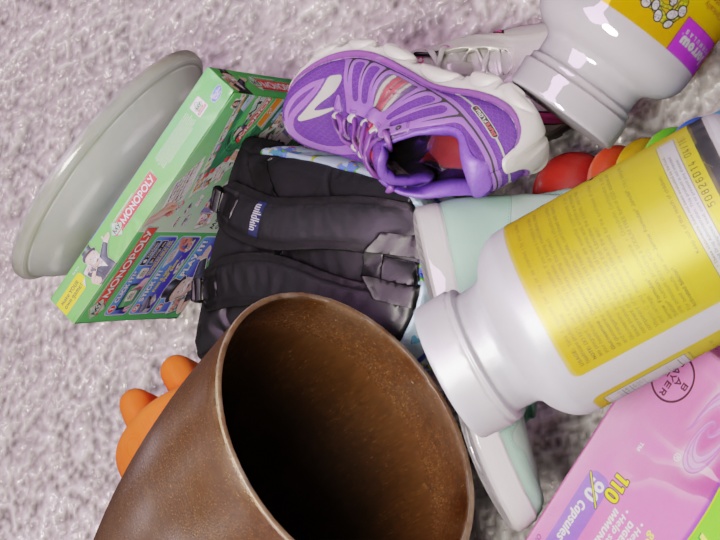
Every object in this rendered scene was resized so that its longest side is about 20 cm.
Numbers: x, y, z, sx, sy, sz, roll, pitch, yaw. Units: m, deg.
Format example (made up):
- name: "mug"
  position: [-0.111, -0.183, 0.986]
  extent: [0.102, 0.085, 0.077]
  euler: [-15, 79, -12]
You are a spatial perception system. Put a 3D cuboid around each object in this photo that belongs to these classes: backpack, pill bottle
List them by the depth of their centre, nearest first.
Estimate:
- name: "pill bottle"
  position: [0.134, 0.009, 1.156]
  extent: [0.199, 0.112, 0.112]
  euler: [-29, 62, 12]
- name: "pill bottle"
  position: [0.176, -0.174, 1.272]
  extent: [0.104, 0.104, 0.200]
  euler: [38, 94, 38]
- name: "backpack"
  position: [0.000, 0.000, 1.390]
  extent: [0.200, 0.153, 0.164]
  euler: [-1, 75, 60]

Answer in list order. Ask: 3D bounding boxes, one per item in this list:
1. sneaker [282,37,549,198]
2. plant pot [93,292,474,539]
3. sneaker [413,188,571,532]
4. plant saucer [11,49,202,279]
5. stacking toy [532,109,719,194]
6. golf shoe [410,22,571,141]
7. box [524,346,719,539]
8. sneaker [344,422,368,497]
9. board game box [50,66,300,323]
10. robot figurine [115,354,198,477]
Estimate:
- name: "sneaker"
  position: [0.019, -0.087, 1.309]
  extent: [0.199, 0.083, 0.081]
  euler: [13, 128, 44]
- name: "plant pot"
  position: [-0.067, 0.144, 1.269]
  extent: [0.200, 0.186, 0.188]
  euler: [-39, 58, 37]
- name: "sneaker"
  position: [0.108, 0.045, 1.256]
  extent: [0.118, 0.074, 0.201]
  euler: [-12, 77, -2]
- name: "plant saucer"
  position: [-0.164, -0.062, 1.516]
  extent: [0.050, 0.200, 0.200]
  euler: [39, 108, 8]
- name: "stacking toy"
  position: [0.184, -0.053, 1.279]
  extent: [0.199, 0.085, 0.086]
  euler: [-7, 76, 42]
- name: "golf shoe"
  position: [0.071, -0.113, 1.376]
  extent: [0.199, 0.092, 0.073]
  euler: [-22, 64, 33]
- name: "box"
  position: [0.213, 0.158, 1.193]
  extent: [0.200, 0.096, 0.176]
  euler: [42, 107, 37]
- name: "sneaker"
  position: [0.035, 0.169, 1.365]
  extent: [0.078, 0.085, 0.201]
  euler: [-8, 85, -4]
- name: "board game box"
  position: [-0.116, -0.049, 1.488]
  extent: [0.029, 0.134, 0.200]
  euler: [44, 108, 21]
- name: "robot figurine"
  position: [-0.091, 0.153, 1.437]
  extent: [0.200, 0.143, 0.117]
  euler: [58, 155, 32]
